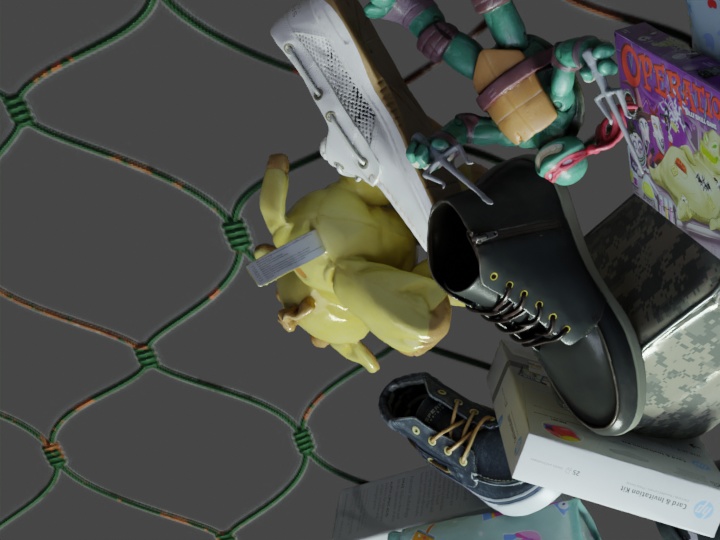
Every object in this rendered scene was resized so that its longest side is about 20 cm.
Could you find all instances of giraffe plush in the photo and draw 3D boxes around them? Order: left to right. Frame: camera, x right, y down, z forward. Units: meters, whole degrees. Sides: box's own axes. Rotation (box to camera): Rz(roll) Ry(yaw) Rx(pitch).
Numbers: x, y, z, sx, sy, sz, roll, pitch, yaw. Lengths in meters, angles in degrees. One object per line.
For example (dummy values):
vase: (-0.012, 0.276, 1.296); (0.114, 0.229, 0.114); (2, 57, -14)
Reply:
giraffe plush: (0.000, 0.000, 1.116); (0.199, 0.173, 0.162); (-11, 162, -16)

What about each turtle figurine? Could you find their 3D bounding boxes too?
turtle figurine: (0.093, -0.117, 0.974); (0.150, 0.101, 0.200); (-37, 80, 19)

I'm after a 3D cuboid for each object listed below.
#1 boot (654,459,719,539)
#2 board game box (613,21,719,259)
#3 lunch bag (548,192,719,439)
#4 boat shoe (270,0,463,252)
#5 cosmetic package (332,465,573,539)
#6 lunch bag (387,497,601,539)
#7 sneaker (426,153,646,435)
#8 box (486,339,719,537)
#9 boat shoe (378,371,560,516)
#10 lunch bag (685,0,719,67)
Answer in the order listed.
boot: (0.336, 0.140, 1.174); (0.200, 0.077, 0.168); (-12, 150, -39)
board game box: (0.215, -0.069, 0.929); (0.032, 0.200, 0.120); (-14, 116, -12)
lunch bag: (0.247, 0.032, 1.096); (0.167, 0.140, 0.200); (21, 134, -26)
boat shoe: (0.005, -0.093, 1.032); (0.069, 0.071, 0.200); (-28, 90, 22)
cosmetic package: (0.084, 0.227, 1.360); (0.200, 0.074, 0.102); (-19, 127, 24)
lunch bag: (0.129, 0.277, 1.268); (0.170, 0.122, 0.200); (-11, 152, 15)
sneaker: (0.110, 0.031, 1.004); (0.075, 0.106, 0.200); (-23, 92, 48)
box: (0.183, 0.123, 1.157); (0.156, 0.200, 0.041); (17, 104, -6)
boat shoe: (0.085, 0.136, 1.219); (0.091, 0.071, 0.200); (41, 165, -22)
lunch bag: (0.289, -0.121, 0.895); (0.127, 0.200, 0.170); (-26, 129, -6)
